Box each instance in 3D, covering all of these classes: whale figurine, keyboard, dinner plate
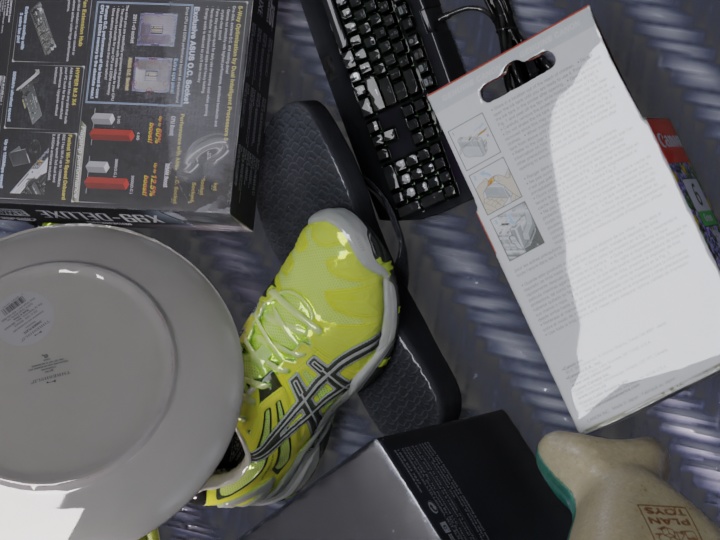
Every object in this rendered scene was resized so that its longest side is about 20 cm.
[{"bbox_3d":[0.141,0.171,1.387,0.200,0.158,0.104,-111,33,-44],"label":"whale figurine"},{"bbox_3d":[0.032,-0.134,1.512,0.127,0.021,0.201,-23,83,23],"label":"keyboard"},{"bbox_3d":[-0.161,0.058,1.457,0.199,0.024,0.201,-3,60,4],"label":"dinner plate"}]

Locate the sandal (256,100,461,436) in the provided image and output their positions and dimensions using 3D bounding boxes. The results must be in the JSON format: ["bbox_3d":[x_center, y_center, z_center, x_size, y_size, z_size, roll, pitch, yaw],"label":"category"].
[{"bbox_3d":[0.000,0.001,1.520,0.076,0.043,0.201,-21,93,46],"label":"sandal"}]

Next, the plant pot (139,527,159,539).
[{"bbox_3d":[-0.246,0.164,1.511,0.200,0.193,0.201,23,129,32],"label":"plant pot"}]

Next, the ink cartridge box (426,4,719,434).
[{"bbox_3d":[0.126,-0.027,1.454,0.109,0.050,0.201,-28,82,21],"label":"ink cartridge box"}]

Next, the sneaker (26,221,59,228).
[{"bbox_3d":[-0.202,-0.109,1.599,0.081,0.074,0.200,-40,78,4],"label":"sneaker"}]

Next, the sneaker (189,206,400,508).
[{"bbox_3d":[-0.041,0.056,1.492,0.075,0.076,0.201,38,123,27],"label":"sneaker"}]

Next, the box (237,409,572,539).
[{"bbox_3d":[-0.003,0.175,1.450,0.200,0.182,0.104,-37,77,20],"label":"box"}]

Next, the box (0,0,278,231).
[{"bbox_3d":[-0.128,-0.126,1.522,0.157,0.050,0.201,2,80,15],"label":"box"}]
